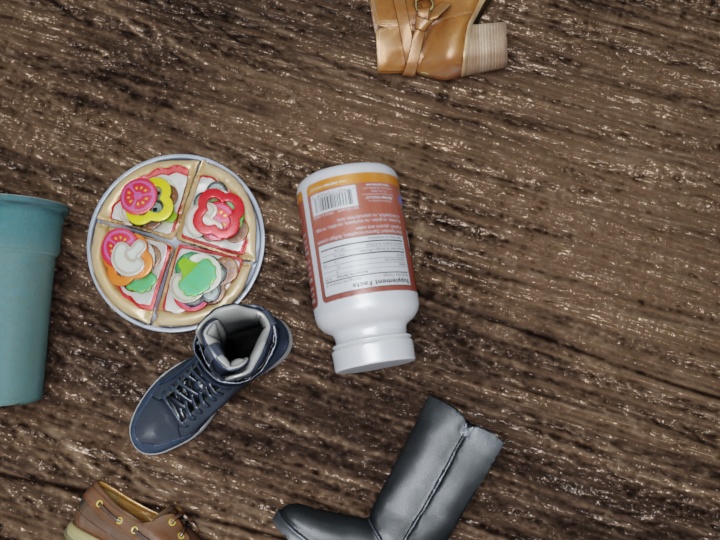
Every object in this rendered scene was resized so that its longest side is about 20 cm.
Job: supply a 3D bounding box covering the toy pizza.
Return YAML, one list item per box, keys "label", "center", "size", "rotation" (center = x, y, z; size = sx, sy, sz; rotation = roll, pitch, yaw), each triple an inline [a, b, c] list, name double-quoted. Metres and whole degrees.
- label: "toy pizza"
  center: [-0.204, -0.034, 0.890]
  size: [0.197, 0.032, 0.203]
  rotation: [0, 79, 0]

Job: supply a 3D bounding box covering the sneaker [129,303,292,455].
- label: "sneaker"
  center: [-0.161, 0.108, 0.805]
  size: [0.202, 0.146, 0.077]
  rotation: [-40, 83, -6]

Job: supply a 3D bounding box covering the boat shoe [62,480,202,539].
- label: "boat shoe"
  center: [-0.196, 0.270, 0.808]
  size: [0.198, 0.072, 0.068]
  rotation: [19, 81, 6]

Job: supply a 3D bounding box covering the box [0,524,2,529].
- label: "box"
  center: [-0.424, 0.307, 0.735]
  size: [0.049, 0.200, 0.163]
  rotation: [23, 79, 6]

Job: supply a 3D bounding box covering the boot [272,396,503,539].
- label: "boot"
  center: [0.030, 0.216, 0.821]
  size: [0.164, 0.066, 0.201]
  rotation: [34, 83, -2]

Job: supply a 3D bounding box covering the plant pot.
- label: "plant pot"
  center: [-0.393, 0.033, 0.804]
  size: [0.197, 0.200, 0.199]
  rotation: [-1, 86, 0]

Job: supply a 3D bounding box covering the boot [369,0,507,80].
- label: "boot"
  center: [0.086, -0.317, 0.929]
  size: [0.152, 0.074, 0.203]
  rotation: [-3, 76, 4]

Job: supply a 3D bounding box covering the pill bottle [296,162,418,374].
- label: "pill bottle"
  center: [0.000, 0.000, 0.843]
  size: [0.111, 0.112, 0.203]
  rotation: [-9, 79, -2]
